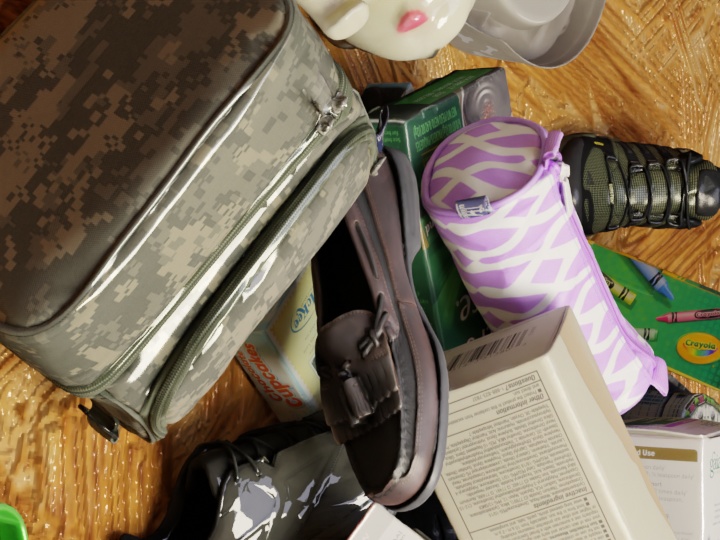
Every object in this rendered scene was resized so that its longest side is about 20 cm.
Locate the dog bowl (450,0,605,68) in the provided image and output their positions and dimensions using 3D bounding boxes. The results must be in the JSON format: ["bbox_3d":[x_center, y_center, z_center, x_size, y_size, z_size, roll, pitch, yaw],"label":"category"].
[{"bbox_3d":[0.094,-0.231,1.087,0.199,0.058,0.203,1,89,-54],"label":"dog bowl"}]

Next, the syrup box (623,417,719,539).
[{"bbox_3d":[0.178,0.191,0.986,0.079,0.081,0.202,0,89,-60],"label":"syrup box"}]

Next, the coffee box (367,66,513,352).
[{"bbox_3d":[0.058,-0.008,0.986,0.123,0.044,0.202,-31,116,-50],"label":"coffee box"}]

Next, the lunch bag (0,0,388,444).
[{"bbox_3d":[-0.087,-0.033,0.748,0.201,0.139,0.168,-52,149,-10],"label":"lunch bag"}]

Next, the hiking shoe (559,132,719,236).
[{"bbox_3d":[0.206,-0.065,1.204,0.199,0.100,0.077,-11,99,-53],"label":"hiking shoe"}]

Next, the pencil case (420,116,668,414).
[{"bbox_3d":[0.104,0.002,0.941,0.084,0.085,0.201,-84,152,-44],"label":"pencil case"}]

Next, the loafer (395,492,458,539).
[{"bbox_3d":[0.040,0.152,1.004,0.200,0.070,0.069,-19,105,-52],"label":"loafer"}]

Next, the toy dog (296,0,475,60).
[{"bbox_3d":[-0.006,-0.198,0.907,0.139,0.194,0.201,-33,128,2],"label":"toy dog"}]

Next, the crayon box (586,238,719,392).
[{"bbox_3d":[0.191,0.029,1.098,0.118,0.199,0.059,20,93,-52],"label":"crayon box"}]

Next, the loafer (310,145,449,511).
[{"bbox_3d":[-0.004,0.022,0.839,0.063,0.072,0.202,18,54,-37],"label":"loafer"}]

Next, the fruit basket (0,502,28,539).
[{"bbox_3d":[-0.159,0.206,0.626,0.155,0.214,0.218,-22,108,-51],"label":"fruit basket"}]

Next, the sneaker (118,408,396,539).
[{"bbox_3d":[-0.043,0.114,0.867,0.200,0.076,0.091,-46,118,-27],"label":"sneaker"}]

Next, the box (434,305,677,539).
[{"bbox_3d":[0.107,0.133,0.894,0.202,0.094,0.078,65,22,-11],"label":"box"}]

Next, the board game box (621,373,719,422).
[{"bbox_3d":[0.217,0.120,1.136,0.200,0.198,0.062,39,60,-47],"label":"board game box"}]

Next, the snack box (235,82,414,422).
[{"bbox_3d":[0.000,0.000,0.976,0.117,0.037,0.201,59,47,-36],"label":"snack box"}]

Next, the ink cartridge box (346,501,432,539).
[{"bbox_3d":[-0.016,0.227,0.884,0.201,0.045,0.176,-53,133,-6],"label":"ink cartridge box"}]
